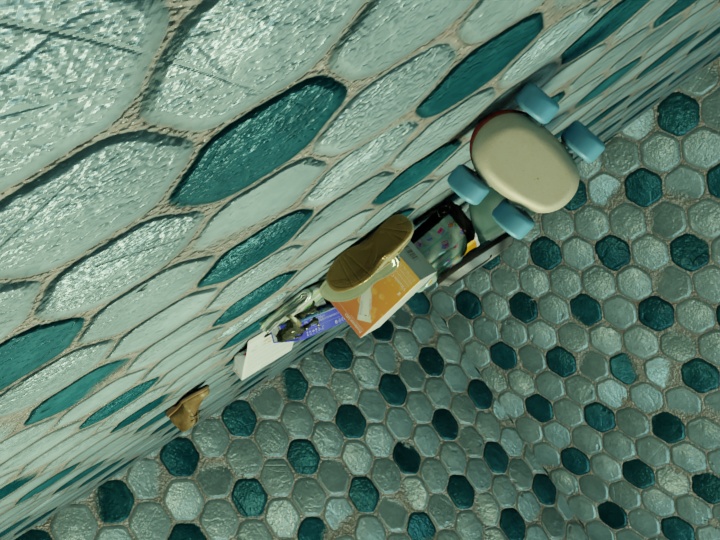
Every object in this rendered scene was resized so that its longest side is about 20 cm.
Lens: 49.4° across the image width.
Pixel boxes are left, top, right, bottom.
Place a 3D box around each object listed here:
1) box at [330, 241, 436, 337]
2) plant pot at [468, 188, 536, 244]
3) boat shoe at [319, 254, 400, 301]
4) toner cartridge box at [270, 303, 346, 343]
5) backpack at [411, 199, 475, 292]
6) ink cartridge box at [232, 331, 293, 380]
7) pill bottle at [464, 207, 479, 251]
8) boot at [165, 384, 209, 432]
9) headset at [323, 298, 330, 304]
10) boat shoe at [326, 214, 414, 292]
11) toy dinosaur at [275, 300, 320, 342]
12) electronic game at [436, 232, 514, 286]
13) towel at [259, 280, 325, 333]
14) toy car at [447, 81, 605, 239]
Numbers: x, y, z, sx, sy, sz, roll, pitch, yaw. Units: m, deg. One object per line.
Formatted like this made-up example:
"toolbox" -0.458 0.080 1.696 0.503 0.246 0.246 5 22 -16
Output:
"box" 0.043 0.028 1.681 0.200 0.125 0.097 -46 169 27
"plant pot" 0.307 -0.161 1.635 0.200 0.135 0.200 -28 178 -1
"boat shoe" 0.000 0.000 1.585 0.201 0.072 0.061 -29 -151 32
"toner cartridge box" -0.108 0.118 1.833 0.095 0.043 0.200 -8 -171 43
"backpack" 0.159 -0.049 1.752 0.200 0.127 0.167 -41 171 -1
"ink cartridge box" -0.231 0.170 1.907 0.162 0.050 0.200 -30 155 -30
"pill bottle" 0.241 -0.087 2.019 0.199 0.111 0.111 -34 174 -6
"boot" -0.436 0.359 2.044 0.073 0.076 0.200 -25 168 -47
"headset" 0.000 0.046 1.836 0.123 0.094 0.200 -30 -176 -42
"boat shoe" 0.025 -0.028 1.476 0.200 0.074 0.069 -37 168 15
"toy dinosaur" -0.126 0.109 1.626 0.088 0.048 0.200 -28 169 -21
"electronic game" 0.249 -0.027 1.686 0.199 0.042 0.200 -33 173 -4
"towel" -0.117 0.070 1.693 0.149 0.031 0.200 -36 174 25
"toy car" 0.236 -0.185 1.199 0.185 0.176 0.200 -50 -163 19
